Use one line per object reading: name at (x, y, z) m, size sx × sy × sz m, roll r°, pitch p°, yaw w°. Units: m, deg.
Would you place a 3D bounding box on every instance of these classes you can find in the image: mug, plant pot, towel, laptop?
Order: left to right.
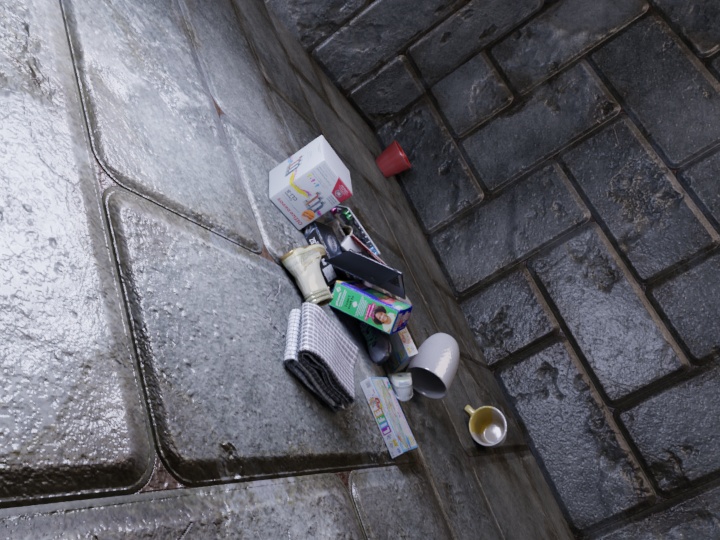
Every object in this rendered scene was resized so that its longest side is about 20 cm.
towel at (-0.078, 0.187, 1.234) m, size 0.201 × 0.085 × 0.167 m, roll 51°, pitch 18°, yaw -30°
laptop at (0.017, 0.028, 1.617) m, size 0.185 × 0.116 × 0.202 m, roll 25°, pitch -29°, yaw 27°
plant pot at (0.207, -0.713, 3.707) m, size 0.202 × 0.175 × 0.201 m, roll 53°, pitch 15°, yaw -21°
mug at (0.236, 0.309, 1.857) m, size 0.146 × 0.201 × 0.176 m, roll 36°, pitch 52°, yaw 0°
mug at (0.516, 0.621, 2.275) m, size 0.153 × 0.147 × 0.190 m, roll 51°, pitch 22°, yaw -55°

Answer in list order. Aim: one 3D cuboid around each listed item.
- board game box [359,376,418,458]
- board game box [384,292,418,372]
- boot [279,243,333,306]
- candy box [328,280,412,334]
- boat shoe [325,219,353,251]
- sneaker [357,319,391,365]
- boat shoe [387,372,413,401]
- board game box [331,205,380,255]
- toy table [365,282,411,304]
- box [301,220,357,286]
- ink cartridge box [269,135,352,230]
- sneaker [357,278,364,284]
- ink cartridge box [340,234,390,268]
board game box at (0.076, 0.378, 1.477) m, size 0.203 × 0.034 × 0.134 m, roll 65°, pitch 16°, yaw 20°
board game box at (0.095, 0.189, 1.719) m, size 0.203 × 0.034 × 0.135 m, roll 66°, pitch -26°, yaw 20°
boot at (-0.117, 0.015, 1.459) m, size 0.157 × 0.071 × 0.199 m, roll 60°, pitch 20°, yaw 4°
candy box at (0.031, 0.098, 1.588) m, size 0.196 × 0.079 × 0.169 m, roll 22°, pitch 7°, yaw 16°
boat shoe at (-0.052, -0.120, 1.930) m, size 0.199 × 0.069 × 0.072 m, roll 30°, pitch 31°, yaw -62°
sneaker at (0.028, 0.194, 1.629) m, size 0.087 × 0.074 × 0.201 m, roll 41°, pitch 10°, yaw -22°
boat shoe at (0.115, 0.333, 1.620) m, size 0.201 × 0.068 × 0.073 m, roll 81°, pitch 7°, yaw -87°
board game box at (-0.024, -0.142, 2.002) m, size 0.201 × 0.026 × 0.200 m, roll 54°, pitch -9°, yaw -20°
toy table at (0.077, 0.075, 1.903) m, size 0.184 × 0.116 × 0.202 m, roll 50°, pitch 19°, yaw -32°
box at (-0.092, -0.046, 1.709) m, size 0.203 × 0.043 × 0.160 m, roll 64°, pitch 16°, yaw 15°
ink cartridge box at (-0.145, -0.248, 1.622) m, size 0.145 × 0.198 × 0.146 m, roll 46°, pitch 22°, yaw -36°
sneaker at (0.000, 0.000, 1.863) m, size 0.089 × 0.078 × 0.201 m, roll 49°, pitch 18°, yaw -25°
ink cartridge box at (0.028, -0.026, 1.699) m, size 0.199 × 0.045 × 0.176 m, roll 42°, pitch -1°, yaw -6°
